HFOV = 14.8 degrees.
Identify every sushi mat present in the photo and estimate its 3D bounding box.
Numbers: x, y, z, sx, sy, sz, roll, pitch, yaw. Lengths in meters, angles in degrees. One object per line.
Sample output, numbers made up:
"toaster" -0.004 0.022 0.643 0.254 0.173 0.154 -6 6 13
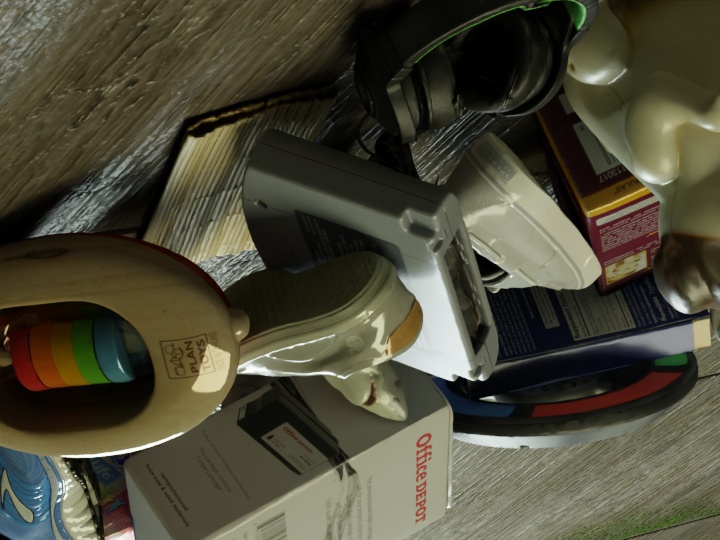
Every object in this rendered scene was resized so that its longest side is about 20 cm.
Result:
"sushi mat" -0.075 -0.048 1.595 0.096 0.012 0.200 -17 161 -22

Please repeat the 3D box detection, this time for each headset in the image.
"headset" 0.055 -0.097 1.488 0.123 0.094 0.200 -14 164 -29

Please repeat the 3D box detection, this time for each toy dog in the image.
"toy dog" 0.187 -0.073 1.556 0.139 0.200 0.194 -11 158 -35

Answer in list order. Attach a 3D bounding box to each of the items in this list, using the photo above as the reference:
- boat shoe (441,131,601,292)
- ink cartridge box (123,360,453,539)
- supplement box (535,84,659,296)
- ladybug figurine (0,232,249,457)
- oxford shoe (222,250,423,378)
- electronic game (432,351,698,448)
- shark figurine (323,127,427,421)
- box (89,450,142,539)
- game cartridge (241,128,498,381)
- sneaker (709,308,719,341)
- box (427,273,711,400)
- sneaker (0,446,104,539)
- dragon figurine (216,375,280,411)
"boat shoe" 0.093 -0.020 1.696 0.068 0.072 0.200 -40 161 4
"ink cartridge box" -0.044 0.142 1.806 0.200 0.084 0.145 -27 150 -17
"supplement box" 0.181 -0.066 1.763 0.110 0.086 0.200 -24 163 0
"ladybug figurine" -0.153 0.035 1.548 0.200 0.136 0.072 -3 -151 17
"oxford shoe" -0.036 0.035 1.569 0.200 0.058 0.075 -12 -139 52
"electronic game" 0.129 0.074 1.881 0.200 0.042 0.200 -6 -165 2
"shark figurine" -0.010 -0.018 1.708 0.090 0.128 0.215 -51 155 -43
"box" -0.189 0.165 1.922 0.095 0.103 0.200 -21 162 -12
"game cartridge" 0.003 -0.008 1.570 0.042 0.133 0.200 -58 157 -20
"sneaker" 0.267 -0.016 1.894 0.081 0.077 0.200 -7 -143 31
"box" 0.123 0.027 1.864 0.200 0.121 0.032 -11 127 -4
"sneaker" -0.219 0.121 1.731 0.089 0.079 0.200 -12 136 -1
"dragon figurine" -0.046 0.063 1.885 0.200 0.059 0.099 -29 162 16
